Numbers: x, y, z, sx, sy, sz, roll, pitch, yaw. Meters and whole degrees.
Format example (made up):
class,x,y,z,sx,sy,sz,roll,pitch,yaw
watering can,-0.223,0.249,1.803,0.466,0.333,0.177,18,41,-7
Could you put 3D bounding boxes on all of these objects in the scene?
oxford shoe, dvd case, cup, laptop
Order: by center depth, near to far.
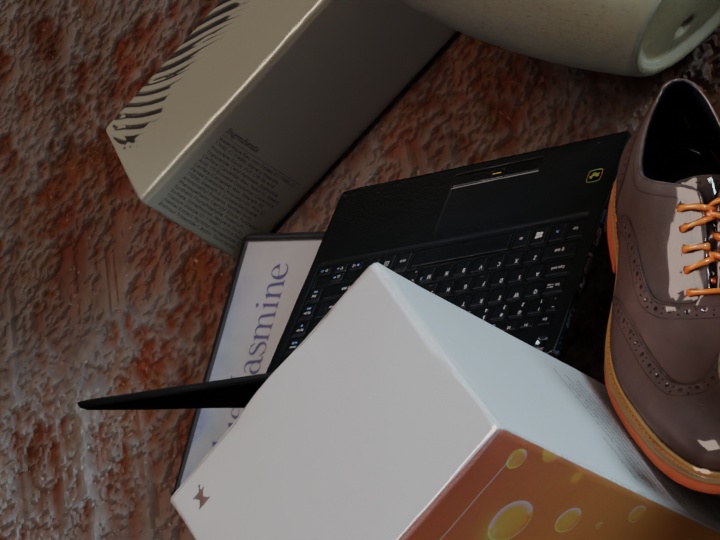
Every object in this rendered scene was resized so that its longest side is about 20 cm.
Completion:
class,x,y,z,sx,sy,sz,roll,pitch,yaw
oxford shoe,0.133,0.004,0.965,0.071,0.073,0.201,-3,43,-4
laptop,0.000,0.000,1.052,0.176,0.103,0.201,-10,46,40
cup,0.105,-0.170,1.060,0.143,0.200,0.201,43,100,19
dvd case,-0.002,0.048,1.146,0.199,0.018,0.144,-1,68,44

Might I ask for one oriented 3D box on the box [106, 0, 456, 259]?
class,x,y,z,sx,sy,sz,roll,pitch,yaw
box,-0.032,-0.107,1.216,0.200,0.082,0.069,-46,42,13

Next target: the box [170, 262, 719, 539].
class,x,y,z,sx,sy,sz,roll,pitch,yaw
box,0.046,0.100,0.931,0.125,0.199,0.098,-49,48,13

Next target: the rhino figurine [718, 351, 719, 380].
class,x,y,z,sx,sy,sz,roll,pitch,yaw
rhino figurine,0.178,0.041,0.855,0.087,0.060,0.202,-6,87,32
